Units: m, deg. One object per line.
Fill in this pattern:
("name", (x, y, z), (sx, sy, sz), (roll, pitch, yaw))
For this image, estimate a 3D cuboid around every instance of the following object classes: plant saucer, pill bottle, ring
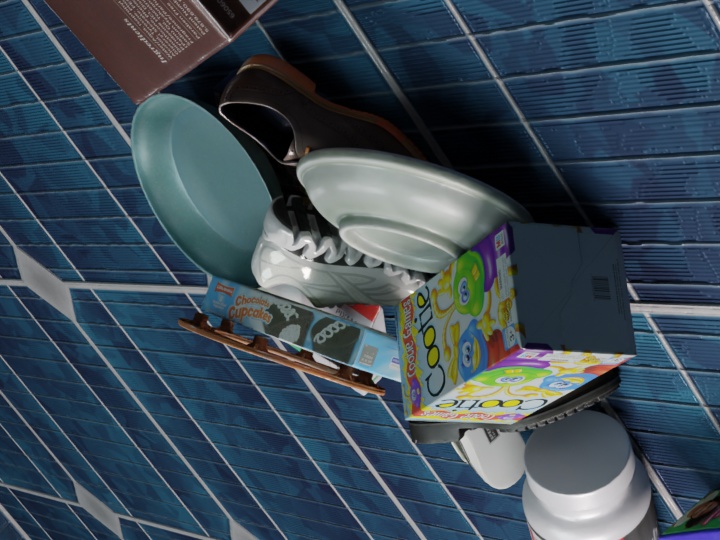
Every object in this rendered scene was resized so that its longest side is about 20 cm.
("plant saucer", (0.039, -0.038, 1.481), (0.200, 0.050, 0.200), (15, 166, 4))
("plant saucer", (-0.131, -0.078, 1.673), (0.200, 0.036, 0.200), (31, 140, 31))
("pill bottle", (0.208, 0.223, 1.655), (0.116, 0.116, 0.200), (25, 149, 35))
("ring", (-0.070, 0.073, 1.674), (0.200, 0.019, 0.200), (18, 179, 0))

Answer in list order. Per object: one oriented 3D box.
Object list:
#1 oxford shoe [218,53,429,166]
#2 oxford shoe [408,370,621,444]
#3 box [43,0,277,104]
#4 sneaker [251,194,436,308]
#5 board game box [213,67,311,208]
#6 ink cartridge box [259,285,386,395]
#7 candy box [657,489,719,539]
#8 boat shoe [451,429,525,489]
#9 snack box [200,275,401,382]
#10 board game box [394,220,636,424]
("oxford shoe", (-0.028, -0.099, 1.530), (0.200, 0.073, 0.071), (30, 134, 4))
("oxford shoe", (0.126, 0.096, 1.589), (0.200, 0.073, 0.084), (-10, 95, 23))
("box", (-0.134, -0.254, 1.368), (0.164, 0.166, 0.200), (48, 154, -12))
("sneaker", (0.000, 0.000, 1.588), (0.200, 0.075, 0.081), (18, 120, -18))
("board game box", (-0.067, -0.082, 1.688), (0.135, 0.035, 0.200), (34, 153, 21))
("ink cartridge box", (-0.051, 0.021, 1.729), (0.161, 0.050, 0.200), (34, 161, 20))
("candy box", (0.358, 0.256, 1.497), (0.169, 0.077, 0.200), (52, 158, -2))
("boat shoe", (0.095, 0.119, 1.713), (0.064, 0.071, 0.200), (29, 147, 50))
("snack box", (-0.033, 0.055, 1.615), (0.200, 0.037, 0.116), (18, 178, 44))
("board game box", (0.117, 0.046, 1.460), (0.200, 0.103, 0.105), (140, 129, -58))
